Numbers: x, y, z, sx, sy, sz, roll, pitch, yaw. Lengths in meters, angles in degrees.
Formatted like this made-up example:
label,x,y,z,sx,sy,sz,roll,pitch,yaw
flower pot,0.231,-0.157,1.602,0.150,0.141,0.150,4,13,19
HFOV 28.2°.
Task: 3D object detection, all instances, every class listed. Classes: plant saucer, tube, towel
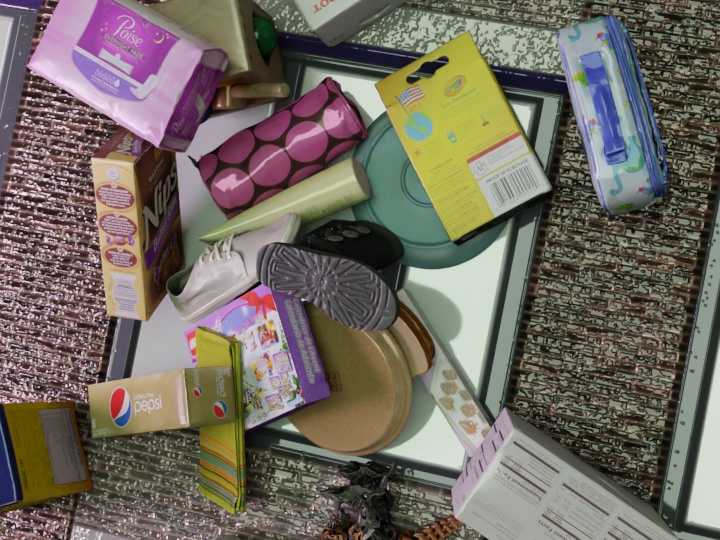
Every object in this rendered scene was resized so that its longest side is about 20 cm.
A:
label,x,y,z,sx,sy,sz,roll,pitch,yaw
plant saucer,0.079,-0.103,1.626,0.198,0.027,0.202,-1,85,14
tube,-0.086,-0.068,1.628,0.199,0.052,0.058,-24,123,15
towel,-0.161,0.169,1.616,0.086,0.018,0.202,15,111,48

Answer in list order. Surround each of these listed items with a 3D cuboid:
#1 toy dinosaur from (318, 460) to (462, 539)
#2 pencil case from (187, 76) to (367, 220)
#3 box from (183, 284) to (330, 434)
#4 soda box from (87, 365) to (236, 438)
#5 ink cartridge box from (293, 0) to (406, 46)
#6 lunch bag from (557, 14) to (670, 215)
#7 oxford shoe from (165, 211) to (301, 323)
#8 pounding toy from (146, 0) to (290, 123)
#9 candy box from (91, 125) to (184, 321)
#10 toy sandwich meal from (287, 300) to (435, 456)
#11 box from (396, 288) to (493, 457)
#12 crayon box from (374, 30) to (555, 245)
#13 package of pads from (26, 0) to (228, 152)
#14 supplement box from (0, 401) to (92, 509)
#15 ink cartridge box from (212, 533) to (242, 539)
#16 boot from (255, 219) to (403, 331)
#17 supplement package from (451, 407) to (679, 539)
label,x,y,z,sx,sy,sz,roll,pitch,yaw
toy dinosaur,0.012,0.288,1.594,0.198,0.102,0.137,-14,98,-6
pencil case,-0.092,-0.144,1.643,0.199,0.091,0.094,-29,43,8
box,-0.118,0.102,1.590,0.199,0.039,0.138,-28,77,51
soda box,-0.225,0.149,1.606,0.199,0.067,0.065,-14,80,47
ink cartridge box,-0.033,-0.382,1.644,0.144,0.085,0.201,-31,81,9
lunch bag,0.267,-0.162,1.517,0.082,0.161,0.202,-16,81,12
oxford shoe,-0.146,-0.009,1.602,0.199,0.075,0.058,-33,113,30
pounding toy,-0.162,-0.225,1.611,0.198,0.184,0.144,-13,83,12
candy box,-0.247,-0.059,1.607,0.056,0.117,0.202,7,122,14
toy sandwich meal,-0.012,0.107,1.593,0.203,0.070,0.207,11,112,27
box,0.088,0.114,1.601,0.039,0.041,0.201,-34,80,8
crayon box,0.115,-0.146,1.581,0.126,0.051,0.201,-27,81,10
package of pads,-0.246,-0.222,1.520,0.199,0.076,0.121,31,100,20
supplement box,-0.402,0.216,1.625,0.109,0.200,0.110,-16,82,11
ink cartridge box,-0.101,0.378,1.570,0.199,0.146,0.085,30,91,13
boot,-0.001,-0.001,1.533,0.164,0.200,0.066,25,105,17
supplement package,0.206,0.251,1.485,0.199,0.156,0.111,35,93,1
